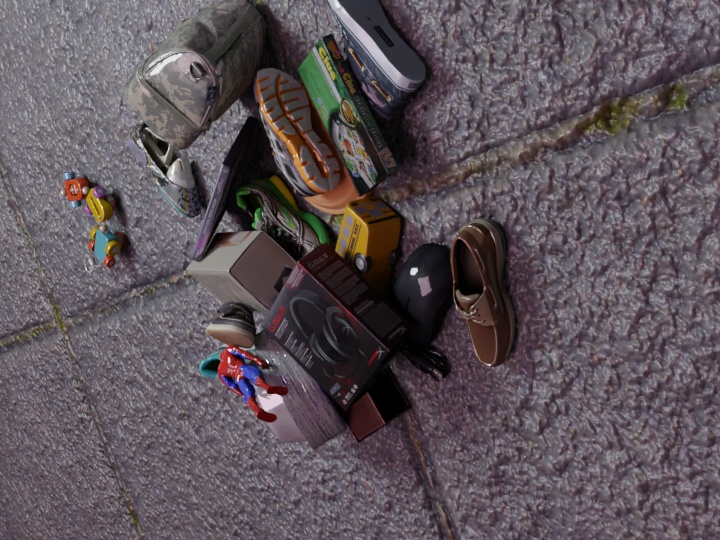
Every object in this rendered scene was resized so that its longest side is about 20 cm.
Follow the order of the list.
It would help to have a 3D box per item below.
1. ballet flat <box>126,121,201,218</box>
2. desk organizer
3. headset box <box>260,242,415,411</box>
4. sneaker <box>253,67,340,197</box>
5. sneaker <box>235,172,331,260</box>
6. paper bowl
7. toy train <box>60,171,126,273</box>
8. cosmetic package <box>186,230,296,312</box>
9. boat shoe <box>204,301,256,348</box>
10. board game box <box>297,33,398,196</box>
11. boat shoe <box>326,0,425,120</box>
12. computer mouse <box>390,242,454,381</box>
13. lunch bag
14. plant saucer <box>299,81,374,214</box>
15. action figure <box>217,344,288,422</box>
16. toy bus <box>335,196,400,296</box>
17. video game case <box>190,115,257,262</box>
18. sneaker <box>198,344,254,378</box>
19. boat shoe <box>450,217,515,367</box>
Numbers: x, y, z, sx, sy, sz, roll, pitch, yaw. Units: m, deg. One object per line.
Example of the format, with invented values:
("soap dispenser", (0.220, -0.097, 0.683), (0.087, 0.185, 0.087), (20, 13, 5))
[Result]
("ballet flat", (-0.333, -0.182, 1.736), (0.201, 0.072, 0.072), (50, 135, 16))
("desk organizer", (-0.011, 0.151, 1.546), (0.077, 0.071, 0.202), (-38, 79, 45))
("headset box", (-0.042, 0.073, 1.428), (0.200, 0.077, 0.149), (43, 131, 10))
("sneaker", (-0.104, -0.194, 1.444), (0.077, 0.078, 0.202), (-29, 85, 57))
("sneaker", (-0.121, -0.062, 1.554), (0.200, 0.085, 0.079), (45, 134, 21))
("paper bowl", (-0.111, 0.185, 1.567), (0.202, 0.103, 0.201), (60, 178, 3))
("toy train", (-0.518, -0.102, 1.972), (0.149, 0.055, 0.203), (-7, 99, 48))
("cosmetic package", (-0.184, 0.000, 1.585), (0.103, 0.088, 0.199), (46, 162, -23))
("boat shoe", (-0.196, 0.080, 1.550), (0.071, 0.066, 0.200), (26, 169, -11))
("board game box", (-0.020, -0.208, 1.367), (0.202, 0.023, 0.105), (64, 157, 2))
("boat shoe", (0.000, -0.297, 1.337), (0.201, 0.070, 0.091), (56, 139, 13))
("computer mouse", (0.082, 0.055, 1.420), (0.138, 0.052, 0.202), (37, 130, 30))
("lunch bag", (-0.232, -0.299, 1.477), (0.139, 0.201, 0.167), (42, 133, -13))
("plant saucer", (-0.053, -0.180, 1.473), (0.199, 0.032, 0.203), (22, 122, 39))
("action figure", (-0.165, 0.158, 1.471), (0.199, 0.051, 0.066), (32, 104, 55))
("toy bus", (0.000, 0.000, 1.466), (0.078, 0.064, 0.202), (43, 133, 34))
("video game case", (-0.216, -0.128, 1.592), (0.019, 0.144, 0.201), (23, 130, -5))
("sneaker", (-0.203, 0.171, 1.745), (0.198, 0.079, 0.079), (-3, 105, 46))
("boat shoe", (0.152, 0.035, 1.324), (0.075, 0.071, 0.203), (3, 109, 45))
